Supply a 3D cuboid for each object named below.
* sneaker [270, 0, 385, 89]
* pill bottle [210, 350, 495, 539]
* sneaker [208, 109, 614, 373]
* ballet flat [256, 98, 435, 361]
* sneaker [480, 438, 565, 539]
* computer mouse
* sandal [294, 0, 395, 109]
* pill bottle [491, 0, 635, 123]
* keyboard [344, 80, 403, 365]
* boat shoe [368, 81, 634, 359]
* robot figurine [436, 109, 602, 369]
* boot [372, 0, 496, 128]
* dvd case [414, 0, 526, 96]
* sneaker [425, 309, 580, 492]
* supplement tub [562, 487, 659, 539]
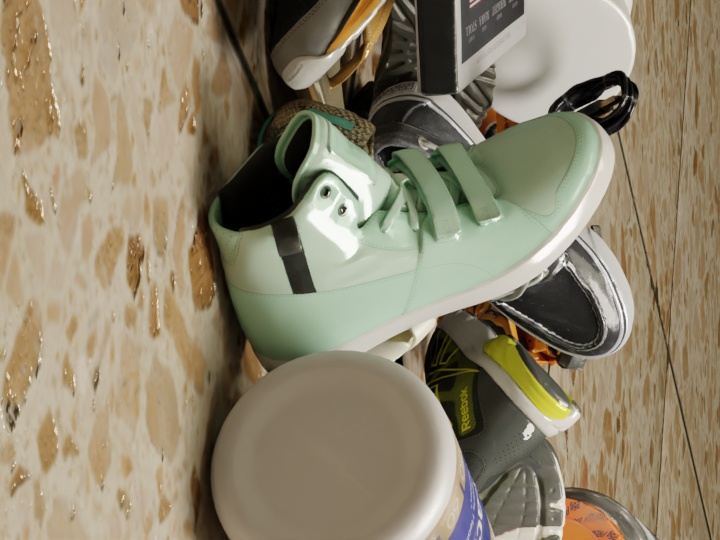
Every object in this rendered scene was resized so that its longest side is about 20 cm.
[{"bbox_3d":[-0.019,-0.174,1.330,0.078,0.077,0.201,-41,-150,50],"label":"sneaker"},{"bbox_3d":[0.005,0.131,1.329,0.200,0.115,0.116,67,26,-59],"label":"pill bottle"},{"bbox_3d":[0.024,-0.038,1.288,0.074,0.200,0.118,52,-10,43],"label":"sneaker"},{"bbox_3d":[0.000,0.000,1.393,0.068,0.075,0.201,-57,148,-38],"label":"ballet flat"},{"bbox_3d":[0.071,0.172,1.685,0.085,0.074,0.201,-91,-165,-61],"label":"sneaker"},{"bbox_3d":[0.078,-0.060,1.557,0.034,0.200,0.059,31,43,-28],"label":"computer mouse"},{"bbox_3d":[-0.008,-0.156,1.408,0.080,0.054,0.201,41,50,-72],"label":"sandal"},{"bbox_3d":[0.098,-0.179,1.626,0.200,0.113,0.114,-100,179,-51],"label":"pill bottle"},{"bbox_3d":[0.004,0.005,1.537,0.127,0.020,0.201,-68,154,-71],"label":"keyboard"},{"bbox_3d":[0.075,-0.014,1.491,0.200,0.072,0.068,48,27,-23],"label":"boat shoe"},{"bbox_3d":[0.086,-0.021,1.682,0.058,0.145,0.201,4,76,-34],"label":"robot figurine"},{"bbox_3d":[0.031,-0.191,1.534,0.182,0.072,0.201,96,-13,-45],"label":"boot"},{"bbox_3d":[0.053,-0.199,1.353,0.150,0.025,0.201,-44,133,-67],"label":"dvd case"},{"bbox_3d":[0.056,0.076,1.559,0.075,0.085,0.200,49,-6,-6],"label":"sneaker"},{"bbox_3d":[0.154,0.219,1.938,0.200,0.122,0.123,40,51,-72],"label":"supplement tub"}]
